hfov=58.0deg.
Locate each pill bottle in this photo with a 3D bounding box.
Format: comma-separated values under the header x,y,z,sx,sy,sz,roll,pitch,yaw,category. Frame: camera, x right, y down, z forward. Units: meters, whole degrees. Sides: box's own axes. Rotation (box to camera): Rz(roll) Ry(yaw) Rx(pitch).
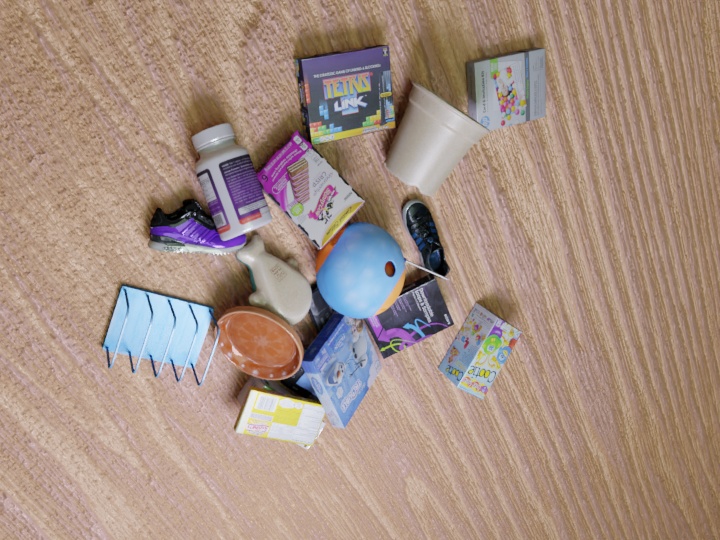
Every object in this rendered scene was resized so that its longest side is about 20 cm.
x,y,z,sx,sy,sz,roll,pitch,yaw,category
-0.253,-0.171,1.254,0.109,0.111,0.205,-22,98,-16,pill bottle

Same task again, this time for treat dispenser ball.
x,y,z,sx,sy,sz,roll,pitch,yaw,category
0.000,0.000,1.401,0.195,0.201,0.207,-9,112,-22,treat dispenser ball

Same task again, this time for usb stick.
x,y,z,sx,sy,sz,roll,pitch,yaw,category
-0.081,0.125,1.505,0.055,0.032,0.204,-34,120,-26,usb stick

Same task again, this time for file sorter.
x,y,z,sx,sy,sz,roll,pitch,yaw,category
-0.398,0.137,1.308,0.196,0.123,0.142,17,102,-29,file sorter

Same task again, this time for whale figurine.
x,y,z,sx,sy,sz,roll,pitch,yaw,category
-0.194,0.028,1.388,0.202,0.103,0.159,52,49,-11,whale figurine

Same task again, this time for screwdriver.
x,y,z,sx,sy,sz,roll,pitch,yaw,category
0.120,-0.014,1.508,0.196,0.029,0.028,26,122,-1,screwdriver

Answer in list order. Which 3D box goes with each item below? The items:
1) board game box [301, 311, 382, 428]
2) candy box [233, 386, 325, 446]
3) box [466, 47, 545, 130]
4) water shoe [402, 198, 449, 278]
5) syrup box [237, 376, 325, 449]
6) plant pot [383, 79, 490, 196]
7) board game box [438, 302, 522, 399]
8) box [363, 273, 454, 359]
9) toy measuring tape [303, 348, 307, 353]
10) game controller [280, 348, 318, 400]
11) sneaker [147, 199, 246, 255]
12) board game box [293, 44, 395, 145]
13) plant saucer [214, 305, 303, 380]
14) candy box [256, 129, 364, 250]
x,y,z,sx,sy,sz,roll,pitch,yaw,category
-0.039,0.215,1.493,0.201,0.042,0.203,-53,130,-41,board game box
-0.174,0.325,1.444,0.196,0.026,0.104,19,100,-30,candy box
0.340,-0.418,1.506,0.195,0.041,0.160,-16,114,-19,box
0.162,-0.075,1.522,0.071,0.079,0.203,-33,119,-11,water shoe
-0.181,0.324,1.502,0.199,0.079,0.082,38,90,-31,syrup box
0.148,-0.272,1.394,0.197,0.201,0.186,22,109,-30,plant pot
0.308,0.208,1.678,0.102,0.105,0.203,27,96,-31,board game box
0.114,0.111,1.562,0.196,0.036,0.145,-27,118,3,box
-0.182,0.166,1.442,0.199,0.074,0.074,40,90,-20,toy measuring tape
-0.097,0.264,1.543,0.199,0.042,0.105,38,90,-30,game controller
-0.320,-0.089,1.294,0.195,0.069,0.103,0,106,-26,sneaker
-0.029,-0.364,1.341,0.195,0.057,0.170,-16,115,-20,board game box
-0.212,0.151,1.368,0.194,0.033,0.204,10,132,11,plant saucer
-0.105,-0.162,1.327,0.200,0.061,0.137,44,87,-3,candy box
